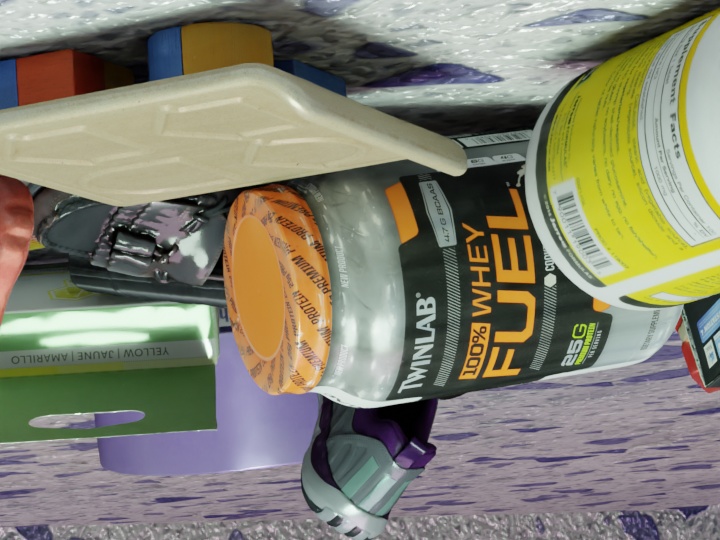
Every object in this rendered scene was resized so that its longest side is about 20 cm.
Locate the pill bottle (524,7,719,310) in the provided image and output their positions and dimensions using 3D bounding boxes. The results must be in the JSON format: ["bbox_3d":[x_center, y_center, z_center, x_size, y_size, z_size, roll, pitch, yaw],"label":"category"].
[{"bbox_3d":[0.161,-0.053,1.182,0.112,0.113,0.200,0,170,-27],"label":"pill bottle"}]

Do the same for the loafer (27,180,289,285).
[{"bbox_3d":[-0.065,-0.021,1.383,0.199,0.063,0.072,-2,150,-30],"label":"loafer"}]

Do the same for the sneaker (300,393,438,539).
[{"bbox_3d":[0.018,0.058,1.596,0.074,0.201,0.088,29,125,-24],"label":"sneaker"}]

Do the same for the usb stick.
[{"bbox_3d":[-0.090,0.001,1.511,0.055,0.033,0.200,-5,-174,-33],"label":"usb stick"}]

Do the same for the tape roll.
[{"bbox_3d":[-0.067,0.067,1.757,0.199,0.086,0.200,-7,-174,1],"label":"tape roll"}]

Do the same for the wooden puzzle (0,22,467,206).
[{"bbox_3d":[-0.076,-0.067,1.213,0.199,0.047,0.185,-3,172,24],"label":"wooden puzzle"}]

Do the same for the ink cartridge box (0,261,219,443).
[{"bbox_3d":[-0.151,0.040,1.578,0.145,0.048,0.200,-4,-166,-2],"label":"ink cartridge box"}]

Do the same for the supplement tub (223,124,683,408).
[{"bbox_3d":[0.043,-0.003,1.346,0.199,0.123,0.122,-9,173,-22],"label":"supplement tub"}]

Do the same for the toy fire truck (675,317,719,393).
[{"bbox_3d":[0.232,-0.006,1.514,0.140,0.049,0.200,-17,156,3],"label":"toy fire truck"}]

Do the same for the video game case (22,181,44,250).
[{"bbox_3d":[-0.202,-0.027,1.465,0.199,0.018,0.143,-9,169,29],"label":"video game case"}]

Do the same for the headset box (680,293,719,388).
[{"bbox_3d":[0.272,-0.024,1.338,0.199,0.093,0.174,0,151,-26],"label":"headset box"}]

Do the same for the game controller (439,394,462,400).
[{"bbox_3d":[0.120,0.007,1.509,0.199,0.042,0.105,-24,149,-34],"label":"game controller"}]

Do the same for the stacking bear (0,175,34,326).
[{"bbox_3d":[-0.268,-0.006,1.296,0.199,0.122,0.114,11,-171,-27],"label":"stacking bear"}]
